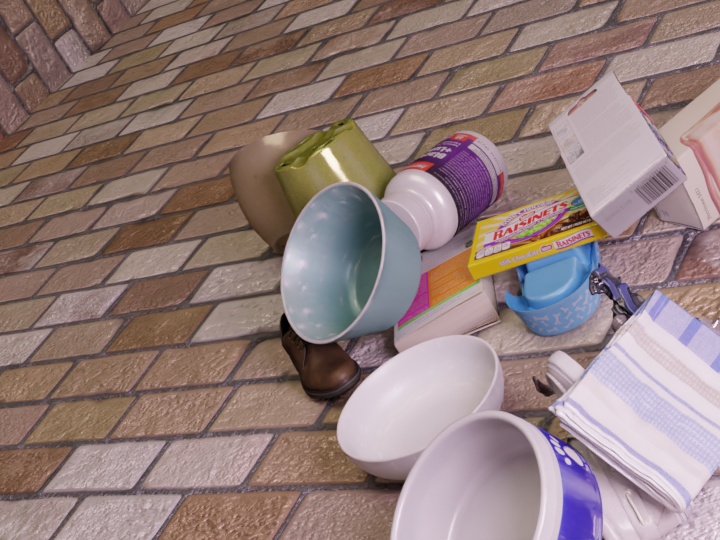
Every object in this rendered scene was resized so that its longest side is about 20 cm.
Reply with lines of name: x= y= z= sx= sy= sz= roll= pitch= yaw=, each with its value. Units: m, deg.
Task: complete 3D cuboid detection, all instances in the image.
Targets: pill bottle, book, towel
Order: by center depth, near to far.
towel: x=0.278 y=0.113 z=1.255 sx=0.200 sy=0.147 sz=0.024 roll=-41 pitch=-17 yaw=-37
book: x=0.102 y=0.024 z=1.756 sx=0.133 sy=0.048 sz=0.200 roll=-26 pitch=24 yaw=14
pill bottle: x=0.100 y=-0.097 z=1.824 sx=0.111 sy=0.112 sz=0.200 roll=-6 pitch=23 yaw=42

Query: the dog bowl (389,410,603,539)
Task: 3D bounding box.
dog bowl: x=0.118 y=0.232 z=1.234 sx=0.200 sy=0.078 sz=0.202 roll=-34 pitch=43 yaw=38

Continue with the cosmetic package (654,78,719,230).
cosmetic package: x=0.430 y=-0.151 z=1.635 sx=0.200 sy=0.104 sz=0.087 roll=-40 pitch=25 yaw=-13

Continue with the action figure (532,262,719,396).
action figure: x=0.271 y=0.095 z=1.381 sx=0.192 sy=0.105 sz=0.201 roll=-28 pitch=50 yaw=-4

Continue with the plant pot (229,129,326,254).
plant pot: x=-0.091 y=-0.101 z=2.062 sx=0.199 sy=0.200 sz=0.136 roll=-20 pitch=64 yaw=23

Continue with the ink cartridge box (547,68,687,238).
ink cartridge box: x=0.293 y=-0.139 z=1.604 sx=0.109 sy=0.050 sz=0.201 roll=-41 pitch=33 yaw=19

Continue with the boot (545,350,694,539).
boot: x=0.208 y=0.170 z=1.271 sx=0.095 sy=0.074 sz=0.200 roll=-36 pitch=57 yaw=-2

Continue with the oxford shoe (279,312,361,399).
oxford shoe: x=-0.062 y=0.103 z=1.752 sx=0.072 sy=0.085 sz=0.200 roll=-35 pitch=27 yaw=-12

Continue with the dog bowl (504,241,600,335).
dog bowl: x=0.234 y=0.004 z=1.639 sx=0.111 sy=0.050 sz=0.201 roll=-21 pitch=28 yaw=21

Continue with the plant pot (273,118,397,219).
plant pot: x=-0.020 y=-0.100 z=1.916 sx=0.199 sy=0.185 sz=0.201 roll=-29 pitch=18 yaw=10

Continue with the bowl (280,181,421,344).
bowl: x=0.000 y=0.000 z=1.715 sx=0.200 sy=0.104 sz=0.203 roll=-19 pitch=64 yaw=45

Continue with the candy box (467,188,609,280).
candy box: x=0.226 y=-0.054 z=1.661 sx=0.199 sy=0.027 sz=0.103 roll=-19 pitch=26 yaw=24

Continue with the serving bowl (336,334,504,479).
serving bowl: x=0.074 y=0.161 z=1.518 sx=0.199 sy=0.066 sz=0.201 roll=-25 pitch=27 yaw=13
